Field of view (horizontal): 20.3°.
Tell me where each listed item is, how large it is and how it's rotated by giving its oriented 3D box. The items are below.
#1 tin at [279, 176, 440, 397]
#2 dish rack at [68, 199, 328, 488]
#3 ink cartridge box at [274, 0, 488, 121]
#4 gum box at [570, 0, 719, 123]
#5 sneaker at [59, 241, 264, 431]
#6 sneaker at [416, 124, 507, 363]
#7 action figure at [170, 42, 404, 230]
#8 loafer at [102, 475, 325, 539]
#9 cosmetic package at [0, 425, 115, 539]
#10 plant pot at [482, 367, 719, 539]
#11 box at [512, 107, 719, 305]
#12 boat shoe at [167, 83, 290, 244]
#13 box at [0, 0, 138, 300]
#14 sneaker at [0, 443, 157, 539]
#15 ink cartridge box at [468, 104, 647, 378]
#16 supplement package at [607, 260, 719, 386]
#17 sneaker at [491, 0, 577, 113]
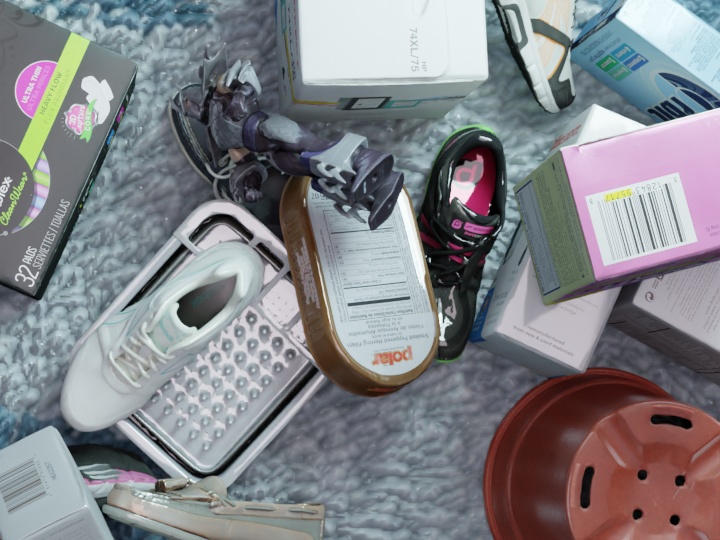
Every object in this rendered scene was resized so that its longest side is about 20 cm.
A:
[{"bbox_3d":[0.000,0.000,1.603,0.111,0.042,0.201,-7,76,-29],"label":"tin"},{"bbox_3d":[-0.118,0.061,1.630,0.172,0.044,0.200,43,92,-4],"label":"dish rack"},{"bbox_3d":[0.011,-0.205,1.596,0.145,0.200,0.148,-2,86,-7],"label":"ink cartridge box"},{"bbox_3d":[0.277,-0.149,1.643,0.200,0.170,0.045,36,82,-3],"label":"gum box"},{"bbox_3d":[-0.161,0.051,1.569,0.200,0.080,0.070,-43,95,4],"label":"sneaker"},{"bbox_3d":[0.075,-0.025,1.652,0.076,0.084,0.201,10,85,-6],"label":"sneaker"},{"bbox_3d":[-0.066,-0.099,1.538,0.199,0.130,0.069,25,62,23],"label":"action figure"},{"bbox_3d":[-0.113,0.191,1.598,0.199,0.072,0.063,23,82,-34],"label":"loafer"},{"bbox_3d":[-0.216,0.227,1.538,0.074,0.102,0.201,-26,132,-6],"label":"cosmetic package"},{"bbox_3d":[0.213,0.176,1.601,0.200,0.195,0.202,1,86,-8],"label":"plant pot"},{"bbox_3d":[0.220,-0.049,1.464,0.175,0.200,0.097,-14,86,-7],"label":"box"},{"bbox_3d":[-0.084,-0.074,1.645,0.075,0.062,0.200,-36,91,-6],"label":"boat shoe"},{"bbox_3d":[-0.280,-0.097,1.591,0.148,0.124,0.201,23,85,-6],"label":"box"},{"bbox_3d":[-0.258,0.198,1.610,0.199,0.080,0.087,-7,110,-9],"label":"sneaker"},{"bbox_3d":[0.172,-0.020,1.632,0.086,0.146,0.201,23,83,-3],"label":"ink cartridge box"},{"bbox_3d":[0.320,0.013,1.647,0.199,0.151,0.152,29,83,-4],"label":"supplement package"},{"bbox_3d":[0.152,-0.210,1.633,0.080,0.200,0.074,-25,45,0],"label":"sneaker"}]
